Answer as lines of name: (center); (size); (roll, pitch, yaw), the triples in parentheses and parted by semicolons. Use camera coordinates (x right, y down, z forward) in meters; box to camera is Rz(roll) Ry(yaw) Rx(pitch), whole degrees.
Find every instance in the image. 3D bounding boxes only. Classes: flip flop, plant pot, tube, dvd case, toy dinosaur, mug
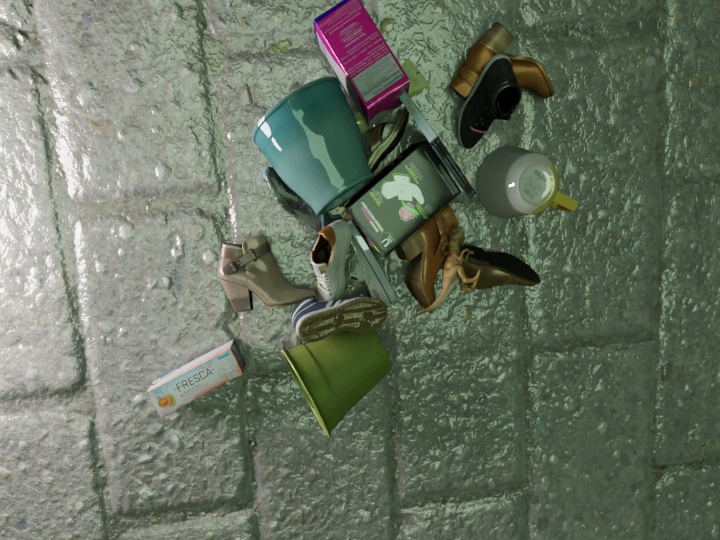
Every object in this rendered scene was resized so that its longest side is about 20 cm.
flip flop: (0.035, -0.258, 1.199); (0.057, 0.081, 0.202); (38, 93, 4)
plant pot: (-0.075, -0.219, 1.108); (0.196, 0.200, 0.192); (-32, 88, 0)
tube: (0.045, -0.344, 1.199); (0.198, 0.052, 0.058); (-40, 116, 0)
dvd case: (0.151, -0.238, 1.135); (0.022, 0.148, 0.199); (-34, 142, 12)
toy dinosaur: (0.191, 0.014, 1.222); (0.103, 0.060, 0.207); (17, 91, 10)
mug: (0.348, -0.183, 1.208); (0.179, 0.153, 0.155); (-11, 100, -5)
plant pot: (-0.039, 0.202, 1.221); (0.186, 0.199, 0.205); (-31, 102, -12)

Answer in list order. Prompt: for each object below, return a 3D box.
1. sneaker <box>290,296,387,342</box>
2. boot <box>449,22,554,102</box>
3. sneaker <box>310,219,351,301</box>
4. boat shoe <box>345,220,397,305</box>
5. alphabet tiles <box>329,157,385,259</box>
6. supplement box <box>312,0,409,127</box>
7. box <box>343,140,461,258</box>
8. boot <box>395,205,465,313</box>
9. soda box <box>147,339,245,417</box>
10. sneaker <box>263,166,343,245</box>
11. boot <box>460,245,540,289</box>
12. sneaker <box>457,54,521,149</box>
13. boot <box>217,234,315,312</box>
sneaker: (-0.048, 0.088, 1.193); (0.193, 0.108, 0.073); (-11, 103, -21)
boot: (0.292, -0.381, 1.211); (0.198, 0.077, 0.157); (36, 101, -21)
sneaker: (-0.076, -0.004, 1.197); (0.083, 0.072, 0.206); (-23, 133, -42)
boat shoe: (0.000, -0.001, 1.238); (0.084, 0.075, 0.205); (-29, 115, 2)
alphabet tiles: (-0.006, -0.149, 1.246); (0.163, 0.008, 0.205); (-26, 101, -2)
supplement box: (0.003, -0.401, 1.131); (0.101, 0.101, 0.204); (-30, 85, -1)
box: (0.077, -0.144, 1.176); (0.198, 0.149, 0.126); (-39, 101, 0)
boot: (0.165, -0.023, 1.257); (0.153, 0.073, 0.205); (-34, 122, -20)
soda box: (-0.341, 0.225, 1.235); (0.195, 0.068, 0.065); (-27, 101, -2)
sneaker: (-0.117, -0.143, 1.202); (0.082, 0.073, 0.200); (-41, 111, 5)
boot: (0.297, 0.007, 1.288); (0.193, 0.075, 0.077); (15, 123, -10)
sneaker: (0.251, -0.309, 1.164); (0.068, 0.101, 0.203); (6, 134, -17)
boot: (-0.197, 0.001, 1.220); (0.192, 0.070, 0.152); (-8, 93, -13)
